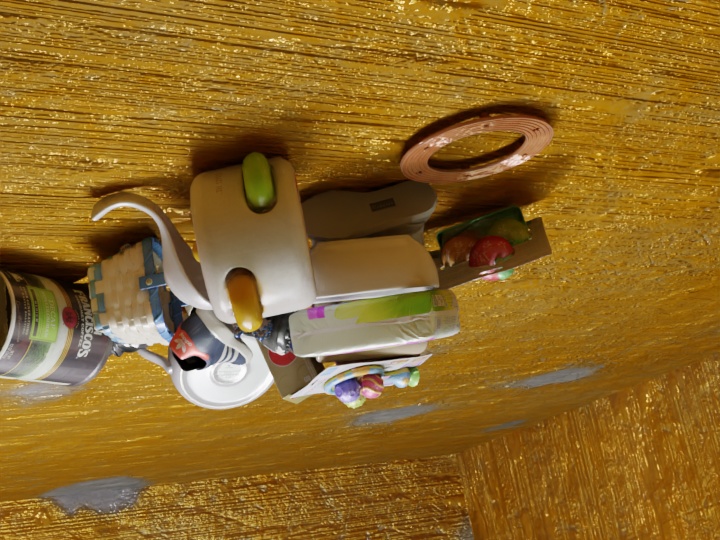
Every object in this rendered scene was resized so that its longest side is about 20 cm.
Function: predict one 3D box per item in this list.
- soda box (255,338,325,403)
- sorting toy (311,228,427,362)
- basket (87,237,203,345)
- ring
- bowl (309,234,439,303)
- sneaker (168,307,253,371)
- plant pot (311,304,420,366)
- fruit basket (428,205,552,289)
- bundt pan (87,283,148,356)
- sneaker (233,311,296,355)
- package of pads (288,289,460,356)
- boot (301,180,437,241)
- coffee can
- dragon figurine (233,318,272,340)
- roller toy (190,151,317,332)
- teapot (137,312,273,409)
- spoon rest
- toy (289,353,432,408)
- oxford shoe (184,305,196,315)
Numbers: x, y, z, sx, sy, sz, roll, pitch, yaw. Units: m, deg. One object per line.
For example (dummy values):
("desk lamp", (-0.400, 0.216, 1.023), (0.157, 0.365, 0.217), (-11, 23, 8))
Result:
("soda box", (-0.120, 0.095, 1.945), (0.067, 0.201, 0.064), (-30, 161, 10))
("sorting toy", (0.018, 0.028, 1.856), (0.183, 0.203, 0.036), (-3, -175, -28))
("basket", (-0.258, 0.027, 1.731), (0.197, 0.141, 0.176), (-7, 167, -1))
("ring", (0.146, -0.157, 1.630), (0.198, 0.019, 0.201), (-12, 165, -3))
("bowl", (0.000, 0.000, 1.718), (0.197, 0.076, 0.200), (-5, 175, -7))
("sneaker", (-0.204, 0.101, 1.714), (0.084, 0.075, 0.200), (-40, 161, -3))
("plant pot", (0.013, 0.062, 1.981), (0.198, 0.181, 0.200), (-12, 164, -3))
("fruit basket", (0.183, -0.018, 1.851), (0.183, 0.095, 0.200), (-19, -159, 8))
("bundt pan", (-0.386, 0.082, 1.947), (0.199, 0.077, 0.202), (-11, 165, -3))
("sneaker", (-0.137, 0.071, 1.774), (0.090, 0.067, 0.200), (16, -179, -9))
("package of pads", (0.024, 0.070, 1.709), (0.198, 0.069, 0.154), (-9, 177, 18))
("boot", (0.004, -0.063, 1.737), (0.198, 0.074, 0.096), (-9, 157, -13))
("coffee can", (-0.454, 0.077, 1.749), (0.145, 0.148, 0.199), (-20, 162, 26))
("dragon figurine", (-0.130, 0.006, 1.694), (0.058, 0.201, 0.100), (8, 127, 1))
("roller toy", (-0.132, -0.032, 1.539), (0.138, 0.202, 0.182), (-11, -179, -1))
("teapot", (-0.228, 0.114, 2.067), (0.197, 0.147, 0.200), (-39, 131, 13))
("spoon rest", (-0.236, -0.025, 1.576), (0.061, 0.100, 0.200), (-41, 114, 13))
("toy", (0.008, 0.171, 1.904), (0.198, 0.048, 0.115), (-7, 157, -40))
("oxford shoe", (-0.178, 0.010, 1.853), (0.199, 0.075, 0.070), (-23, 161, 33))
